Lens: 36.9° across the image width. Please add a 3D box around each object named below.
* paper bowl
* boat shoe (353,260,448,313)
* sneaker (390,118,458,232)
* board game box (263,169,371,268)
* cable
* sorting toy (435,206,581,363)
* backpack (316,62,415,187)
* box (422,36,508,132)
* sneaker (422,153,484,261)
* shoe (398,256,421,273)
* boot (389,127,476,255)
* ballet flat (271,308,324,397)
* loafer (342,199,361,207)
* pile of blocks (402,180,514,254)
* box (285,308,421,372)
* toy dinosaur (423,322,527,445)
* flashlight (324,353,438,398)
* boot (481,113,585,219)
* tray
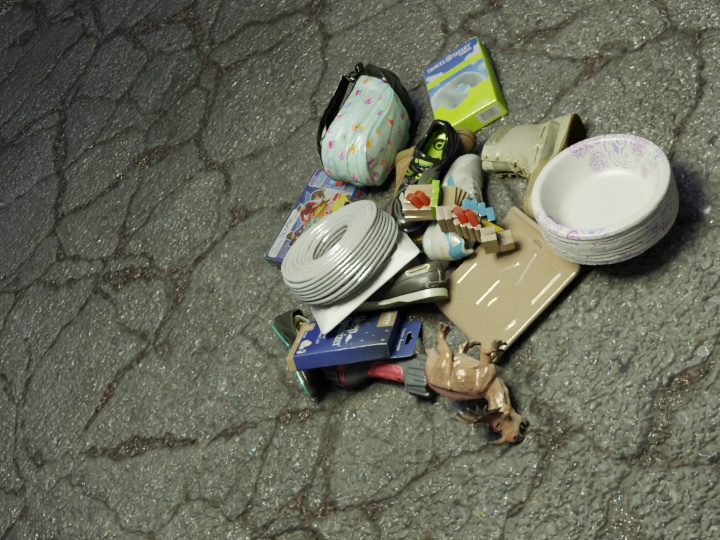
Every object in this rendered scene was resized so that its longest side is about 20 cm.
[{"bbox_3d":[0.352,-0.090,1.539,0.199,0.105,0.202,-16,43,16],"label":"paper bowl"},{"bbox_3d":[0.049,0.029,1.723,0.200,0.072,0.061,-11,79,33],"label":"boat shoe"},{"bbox_3d":[0.098,-0.158,1.756,0.070,0.083,0.201,20,79,23],"label":"sneaker"},{"bbox_3d":[-0.079,-0.088,1.984,0.135,0.034,0.201,15,70,46],"label":"board game box"},{"bbox_3d":[-0.035,-0.031,1.722,0.200,0.069,0.200,-45,23,-6],"label":"cable"},{"bbox_3d":[0.223,0.022,1.644,0.200,0.036,0.185,-50,41,6],"label":"sorting toy"},{"bbox_3d":[0.012,-0.245,1.917,0.126,0.167,0.201,13,60,38],"label":"backpack"},{"bbox_3d":[0.183,-0.328,1.926,0.121,0.048,0.201,-29,46,21],"label":"box"},{"bbox_3d":[0.170,-0.101,1.740,0.080,0.076,0.201,-5,56,42],"label":"sneaker"},{"bbox_3d":[0.000,0.000,1.790,0.199,0.053,0.070,-15,60,13],"label":"shoe"},{"bbox_3d":[0.120,-0.127,1.824,0.175,0.066,0.201,-24,47,39],"label":"boot"},{"bbox_3d":[-0.094,0.128,1.816,0.068,0.068,0.200,-36,42,2],"label":"ballet flat"},{"bbox_3d":[-0.050,-0.036,1.863,0.073,0.071,0.201,8,73,65],"label":"loafer"},{"bbox_3d":[0.150,-0.095,1.655,0.199,0.062,0.082,25,75,22],"label":"pile of blocks"},{"bbox_3d":[-0.008,0.107,1.702,0.198,0.033,0.121,-8,23,15],"label":"box"},{"bbox_3d":[0.146,0.159,1.539,0.199,0.086,0.136,16,79,38],"label":"toy dinosaur"},{"bbox_3d":[0.035,0.160,1.681,0.199,0.068,0.068,9,28,40],"label":"flashlight"},{"bbox_3d":[0.259,-0.160,1.714,0.154,0.072,0.201,0,54,40],"label":"boot"},{"bbox_3d":[0.001,0.012,1.710,0.200,0.022,0.107,-41,25,3],"label":"tray"}]
